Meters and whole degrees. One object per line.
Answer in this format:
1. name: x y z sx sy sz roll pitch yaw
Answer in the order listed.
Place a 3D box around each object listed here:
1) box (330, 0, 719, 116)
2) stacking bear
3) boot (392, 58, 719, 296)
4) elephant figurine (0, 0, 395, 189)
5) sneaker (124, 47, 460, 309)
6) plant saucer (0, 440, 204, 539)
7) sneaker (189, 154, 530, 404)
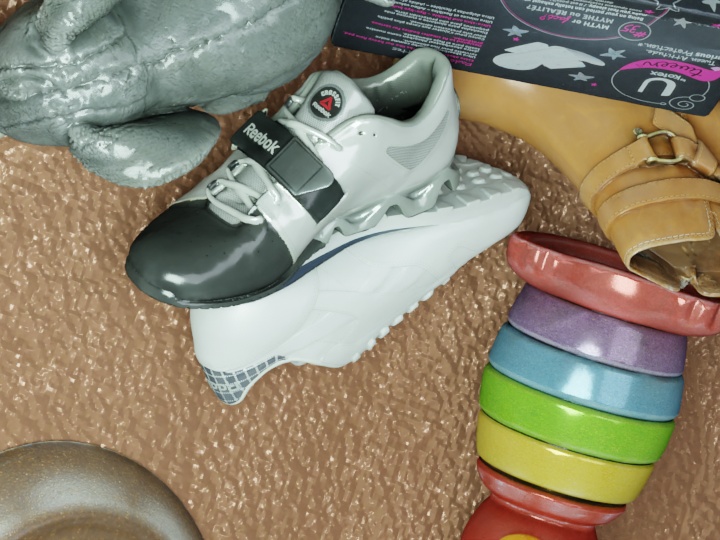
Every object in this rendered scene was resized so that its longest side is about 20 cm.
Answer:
1. box: 0.096 -0.171 1.417 0.199 0.115 0.132 10 68 -7
2. stacking bear: 0.108 0.091 1.516 0.121 0.114 0.200 18 97 3
3. boot: 0.121 -0.059 1.463 0.199 0.074 0.155 3 49 -12
4. elephant figurine: -0.113 -0.098 1.319 0.142 0.155 0.200 47 51 9
5. sneaker: -0.033 -0.053 1.383 0.200 0.074 0.089 -30 142 -34
6. plant saucer: -0.146 0.185 1.398 0.200 0.037 0.201 -3 96 -34
7. sneaker: 0.000 0.000 1.463 0.200 0.076 0.081 -20 115 -24
